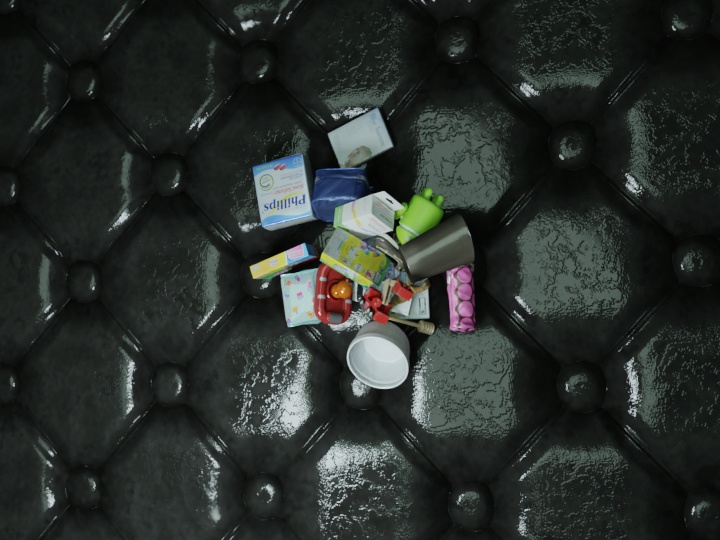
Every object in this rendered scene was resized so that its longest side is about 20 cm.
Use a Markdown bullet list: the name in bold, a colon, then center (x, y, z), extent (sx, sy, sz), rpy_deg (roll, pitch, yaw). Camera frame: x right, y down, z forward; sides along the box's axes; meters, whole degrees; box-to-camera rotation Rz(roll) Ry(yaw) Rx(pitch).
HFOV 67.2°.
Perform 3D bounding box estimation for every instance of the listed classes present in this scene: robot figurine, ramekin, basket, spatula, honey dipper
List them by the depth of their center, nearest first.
- **basket**: center (0.220, -0.055, 1.593), extent (0.194, 0.182, 0.139), rpy_deg (-23, 62, -1)
- **ramekin**: center (0.062, 0.251, 1.665), extent (0.192, 0.106, 0.206), rpy_deg (8, 124, 12)
- **honey dipper**: center (0.141, 0.160, 1.670), extent (0.194, 0.038, 0.039), rpy_deg (16, 90, -25)
- **robot figurine**: center (0.185, -0.153, 1.687), extent (0.172, 0.116, 0.205), rpy_deg (29, 93, -13)
- **spatula**: center (0.000, 0.000, 1.687), extent (0.054, 0.021, 0.208), rpy_deg (-3, 71, 11)

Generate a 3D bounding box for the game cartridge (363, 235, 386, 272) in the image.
- **game cartridge**: center (-0.003, -0.069, 1.744), extent (0.195, 0.041, 0.137), rpy_deg (24, 79, 15)

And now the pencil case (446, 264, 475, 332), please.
- **pencil case**: center (0.305, 0.086, 1.668), extent (0.089, 0.092, 0.209), rpy_deg (-9, 84, 42)

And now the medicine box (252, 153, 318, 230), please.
- **medicine box**: center (-0.242, -0.253, 1.778), extent (0.175, 0.103, 0.208), rpy_deg (-12, 85, 10)

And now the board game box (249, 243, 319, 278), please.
- **board game box**: center (-0.240, -0.028, 1.744), extent (0.194, 0.153, 0.042), rpy_deg (-22, 85, 9)

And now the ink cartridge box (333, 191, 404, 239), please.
- **ink cartridge box**: center (0.026, -0.161, 1.637), extent (0.195, 0.116, 0.070), rpy_deg (-15, 59, 39)

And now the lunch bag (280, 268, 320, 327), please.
- **lunch bag**: center (-0.148, 0.083, 1.741), extent (0.192, 0.122, 0.178), rpy_deg (-8, 85, 3)

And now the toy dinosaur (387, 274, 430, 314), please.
- **toy dinosaur**: center (0.120, 0.077, 1.646), extent (0.197, 0.060, 0.108), rpy_deg (-35, 85, 9)

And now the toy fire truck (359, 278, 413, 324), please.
- **toy fire truck**: center (0.071, 0.077, 1.592), extent (0.048, 0.200, 0.144), rpy_deg (25, 99, -24)

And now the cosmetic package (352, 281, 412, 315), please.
- **cosmetic package**: center (0.069, 0.076, 1.711), extent (0.193, 0.051, 0.086), rpy_deg (15, 91, 11)

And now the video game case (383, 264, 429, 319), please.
- **video game case**: center (0.131, 0.053, 1.738), extent (0.175, 0.022, 0.209), rpy_deg (-3, 88, 10)

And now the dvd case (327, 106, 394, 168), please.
- **dvd case**: center (0.001, -0.427, 1.782), extent (0.194, 0.018, 0.147), rpy_deg (-24, 83, 8)

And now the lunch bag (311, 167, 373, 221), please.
- **lunch bag**: center (-0.052, -0.249, 1.715), extent (0.192, 0.137, 0.137), rpy_deg (0, 65, 9)

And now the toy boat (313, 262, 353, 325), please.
- **toy boat**: center (-0.067, 0.059, 1.645), extent (0.127, 0.129, 0.209), rpy_deg (10, 78, -30)

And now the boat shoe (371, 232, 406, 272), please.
- **boat shoe**: center (0.119, -0.031, 1.678), extent (0.199, 0.072, 0.060), rpy_deg (41, 75, -6)

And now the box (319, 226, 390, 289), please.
- **box**: center (-0.012, -0.033, 1.625), extent (0.195, 0.049, 0.119), rpy_deg (29, 55, 1)
